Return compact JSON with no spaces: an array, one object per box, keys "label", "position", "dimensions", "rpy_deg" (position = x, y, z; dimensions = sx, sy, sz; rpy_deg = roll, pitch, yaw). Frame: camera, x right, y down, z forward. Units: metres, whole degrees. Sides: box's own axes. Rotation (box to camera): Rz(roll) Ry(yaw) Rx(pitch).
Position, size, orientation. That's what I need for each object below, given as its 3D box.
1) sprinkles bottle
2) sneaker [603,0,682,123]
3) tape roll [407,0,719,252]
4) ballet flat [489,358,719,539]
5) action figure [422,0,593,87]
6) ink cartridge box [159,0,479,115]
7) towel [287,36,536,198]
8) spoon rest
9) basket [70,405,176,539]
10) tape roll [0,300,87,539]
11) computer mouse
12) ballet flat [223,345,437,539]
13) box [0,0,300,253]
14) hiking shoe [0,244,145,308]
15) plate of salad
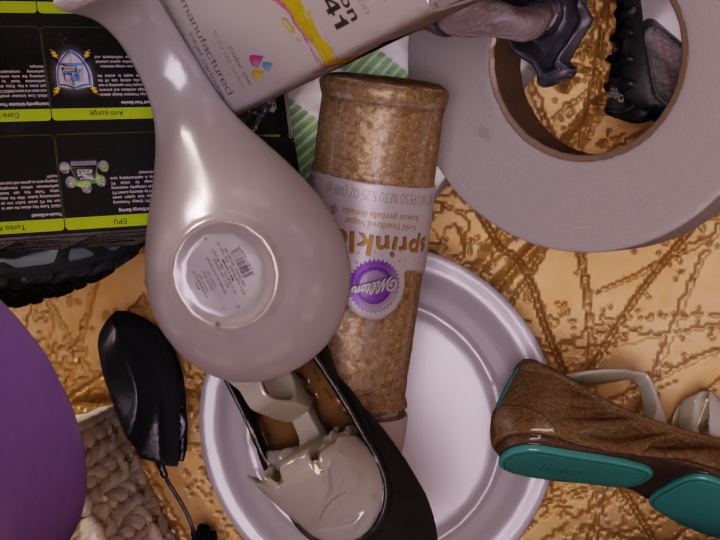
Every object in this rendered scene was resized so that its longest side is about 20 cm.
[{"label":"sprinkles bottle","position":[0.000,0.000,0.899],"dimensions":[0.068,0.068,0.200],"rpy_deg":[8,99,4]},{"label":"sneaker","position":[0.162,-0.130,0.918],"dimensions":[0.098,0.071,0.201],"rpy_deg":[-26,95,5]},{"label":"tape roll","position":[0.119,-0.108,0.883],"dimensions":[0.203,0.037,0.203],"rpy_deg":[2,94,29]},{"label":"ballet flat","position":[0.160,0.093,0.941],"dimensions":[0.200,0.068,0.072],"rpy_deg":[18,61,-19]},{"label":"action figure","position":[0.050,-0.194,0.831],"dimensions":[0.193,0.105,0.200],"rpy_deg":[-48,65,38]},{"label":"ink cartridge box","position":[-0.025,-0.165,0.783],"dimensions":[0.086,0.200,0.148],"rpy_deg":[-29,97,-32]},{"label":"towel","position":[-0.006,-0.100,0.961],"dimensions":[0.152,0.023,0.200],"rpy_deg":[38,97,-1]},{"label":"spoon rest","position":[-0.073,-0.044,0.805],"dimensions":[0.099,0.061,0.200],"rpy_deg":[-23,93,14]},{"label":"basket","position":[-0.209,0.164,0.954],"dimensions":[0.200,0.136,0.124],"rpy_deg":[-19,91,7]},{"label":"tape roll","position":[-0.232,0.085,0.800],"dimensions":[0.200,0.085,0.200],"rpy_deg":[13,124,20]},{"label":"computer mouse","position":[-0.097,0.115,0.976],"dimensions":[0.034,0.059,0.200],"rpy_deg":[-20,96,8]},{"label":"ballet flat","position":[-0.033,0.075,0.846],"dimensions":[0.068,0.068,0.200],"rpy_deg":[-33,85,20]},{"label":"box","position":[-0.132,-0.108,0.850],"dimensions":[0.200,0.047,0.193],"rpy_deg":[-6,85,-34]},{"label":"hiking shoe","position":[-0.143,-0.039,0.900],"dimensions":[0.200,0.074,0.087],"rpy_deg":[-20,87,-35]},{"label":"plate of salad","position":[0.010,0.084,0.968],"dimensions":[0.200,0.048,0.200],"rpy_deg":[1,94,8]}]
